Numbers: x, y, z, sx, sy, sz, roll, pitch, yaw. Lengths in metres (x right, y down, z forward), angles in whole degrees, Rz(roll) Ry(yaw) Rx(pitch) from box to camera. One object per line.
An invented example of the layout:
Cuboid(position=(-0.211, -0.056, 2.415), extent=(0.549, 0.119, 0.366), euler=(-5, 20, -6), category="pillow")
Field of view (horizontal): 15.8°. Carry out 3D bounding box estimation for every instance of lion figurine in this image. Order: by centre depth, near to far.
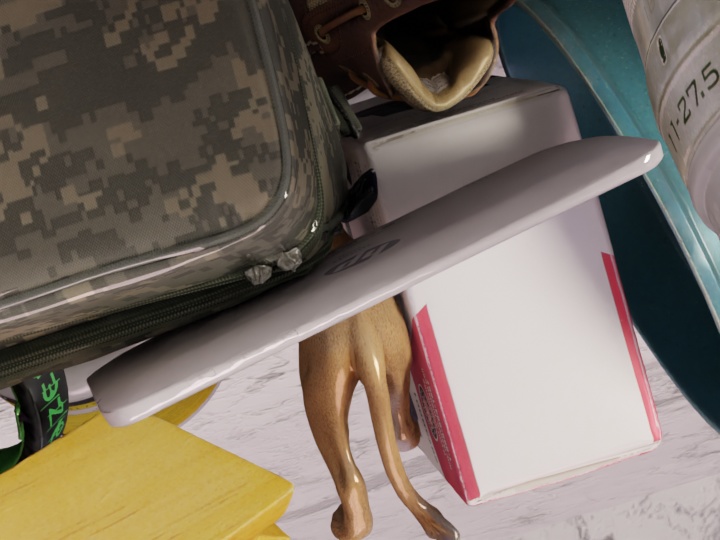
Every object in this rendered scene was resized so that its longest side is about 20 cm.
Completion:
Cuboid(position=(-0.020, 0.007, 0.997), extent=(0.072, 0.200, 0.123), euler=(-25, 136, -25), category="lion figurine")

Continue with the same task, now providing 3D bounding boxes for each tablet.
Cuboid(position=(0.000, 0.000, 0.882), extent=(0.199, 0.014, 0.130), euler=(-26, -174, -6), category="tablet")

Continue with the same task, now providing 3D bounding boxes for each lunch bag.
Cuboid(position=(-0.103, -0.038, 0.885), extent=(0.199, 0.140, 0.168), euler=(-18, 171, 4), category="lunch bag")

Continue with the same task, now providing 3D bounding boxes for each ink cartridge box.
Cuboid(position=(0.045, 0.000, 1.058), extent=(0.084, 0.145, 0.200), euler=(-17, -172, -5), category="ink cartridge box")

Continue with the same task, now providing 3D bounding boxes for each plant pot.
Cuboid(position=(0.179, -0.065, 1.015), extent=(0.188, 0.200, 0.200), euler=(-29, 168, -4), category="plant pot")

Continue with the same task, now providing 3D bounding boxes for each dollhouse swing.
Cuboid(position=(-0.160, 0.118, 0.941), extent=(0.182, 0.176, 0.200), euler=(-33, 156, -38), category="dollhouse swing")

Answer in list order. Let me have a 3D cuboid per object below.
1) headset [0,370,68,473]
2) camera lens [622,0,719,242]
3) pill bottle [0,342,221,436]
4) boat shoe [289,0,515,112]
Cuboid(position=(-0.214, 0.034, 1.025), extent=(0.199, 0.094, 0.124), euler=(18, 135, 20), category="headset")
Cuboid(position=(0.145, -0.107, 0.708), extent=(0.159, 0.201, 0.160), euler=(-12, 158, -5), category="camera lens")
Cuboid(position=(-0.116, 0.018, 1.150), extent=(0.112, 0.112, 0.200), euler=(-16, 166, 3), category="pill bottle")
Cuboid(position=(0.015, -0.090, 0.941), extent=(0.072, 0.072, 0.200), euler=(-8, 165, -28), category="boat shoe")
